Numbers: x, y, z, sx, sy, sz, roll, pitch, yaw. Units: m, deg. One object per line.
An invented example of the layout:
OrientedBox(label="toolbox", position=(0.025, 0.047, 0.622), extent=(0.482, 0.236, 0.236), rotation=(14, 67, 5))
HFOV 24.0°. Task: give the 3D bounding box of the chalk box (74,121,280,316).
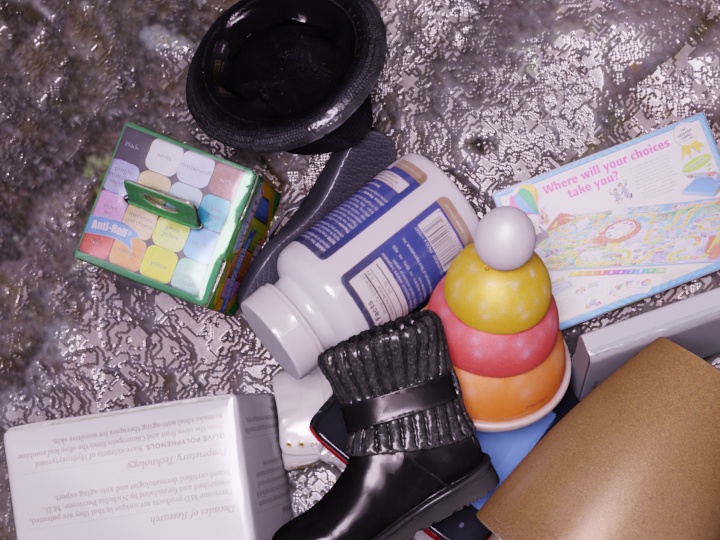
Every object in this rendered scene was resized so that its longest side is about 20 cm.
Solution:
OrientedBox(label="chalk box", position=(-0.155, -0.041, 1.434), extent=(0.124, 0.200, 0.125), rotation=(21, 88, 7))

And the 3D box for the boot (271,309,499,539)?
OrientedBox(label="boot", position=(-0.005, 0.138, 1.335), extent=(0.210, 0.079, 0.159), rotation=(-28, 103, -14))

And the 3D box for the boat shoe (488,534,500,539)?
OrientedBox(label="boat shoe", position=(0.163, 0.204, 1.463), extent=(0.200, 0.072, 0.065), rotation=(-37, 48, 6))

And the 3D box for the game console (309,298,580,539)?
OrientedBox(label="game console", position=(0.078, 0.122, 1.443), extent=(0.177, 0.031, 0.200), rotation=(41, 60, 3))

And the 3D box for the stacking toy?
OrientedBox(label="stacking toy", position=(0.112, 0.021, 1.368), extent=(0.145, 0.201, 0.147), rotation=(3, 48, -4))

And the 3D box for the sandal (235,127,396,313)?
OrientedBox(label="sandal", position=(-0.040, -0.039, 1.500), extent=(0.201, 0.076, 0.043), rotation=(-54, 40, -4))

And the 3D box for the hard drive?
OrientedBox(label="hard drive", position=(0.275, 0.051, 1.414), extent=(0.199, 0.132, 0.027), rotation=(-18, 70, -4))

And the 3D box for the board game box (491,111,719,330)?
OrientedBox(label="board game box", position=(0.231, -0.040, 1.485), extent=(0.199, 0.034, 0.135), rotation=(-21, 84, 3))

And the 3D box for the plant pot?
OrientedBox(label="plant pot", position=(0.220, 0.160, 1.332), extent=(0.186, 0.186, 0.201), rotation=(32, 89, 6))

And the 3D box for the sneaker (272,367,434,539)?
OrientedBox(label="sneaker", position=(-0.006, 0.164, 1.476), extent=(0.115, 0.074, 0.201), rotation=(-26, 75, 4))

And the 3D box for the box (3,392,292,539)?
OrientedBox(label="box", position=(-0.168, 0.199, 1.419), extent=(0.198, 0.199, 0.173), rotation=(-10, 85, 6))

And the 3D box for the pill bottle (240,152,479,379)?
OrientedBox(label="pill bottle", position=(0.000, 0.000, 1.443), extent=(0.200, 0.111, 0.111), rotation=(-38, 84, -13))

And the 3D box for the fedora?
OrientedBox(label="fedora", position=(-0.052, -0.160, 1.470), extent=(0.199, 0.092, 0.202), rotation=(-14, 53, 20))
